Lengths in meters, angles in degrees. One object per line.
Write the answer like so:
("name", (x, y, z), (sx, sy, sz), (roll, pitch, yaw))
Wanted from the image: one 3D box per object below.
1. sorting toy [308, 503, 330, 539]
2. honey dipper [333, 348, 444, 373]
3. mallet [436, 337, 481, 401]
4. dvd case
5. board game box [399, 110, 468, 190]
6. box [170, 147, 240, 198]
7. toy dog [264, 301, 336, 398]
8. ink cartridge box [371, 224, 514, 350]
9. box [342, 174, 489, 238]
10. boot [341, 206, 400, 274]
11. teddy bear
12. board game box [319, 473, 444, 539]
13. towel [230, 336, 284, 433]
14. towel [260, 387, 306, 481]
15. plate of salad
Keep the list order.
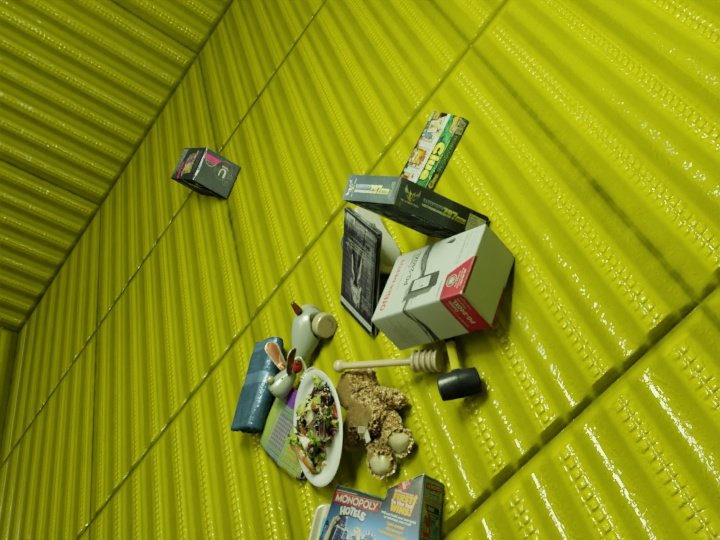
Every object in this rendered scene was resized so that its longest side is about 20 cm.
("sorting toy", (-0.033, 0.471, 1.234), (0.199, 0.036, 0.187), (-11, 59, 52))
("honey dipper", (0.040, 0.153, 1.284), (0.198, 0.038, 0.038), (-7, 60, 28))
("mallet", (0.152, 0.118, 1.218), (0.065, 0.041, 0.201), (-9, 40, 12))
("dvd case", (0.000, 0.000, 1.445), (0.149, 0.016, 0.202), (-138, 46, -57))
("board game box", (0.127, -0.208, 1.494), (0.105, 0.023, 0.201), (30, 94, 56))
("box", (-0.457, -0.289, 2.294), (0.199, 0.122, 0.107), (14, 79, 57))
("toy dog", (-0.132, 0.143, 1.531), (0.131, 0.096, 0.202), (-15, 48, 46))
("ink cartridge box", (0.127, 0.030, 1.230), (0.199, 0.083, 0.146), (-20, 35, 45))
("box", (0.092, -0.104, 1.304), (0.157, 0.199, 0.052), (12, 82, 58))
("boot", (0.016, -0.035, 1.501), (0.091, 0.072, 0.201), (-62, 27, 28))
("teddy bear", (0.025, 0.249, 1.292), (0.200, 0.066, 0.146), (32, 105, 52))
("board game box", (0.038, 0.390, 1.135), (0.199, 0.062, 0.202), (4, 67, 41))
("towel", (-0.209, 0.241, 1.628), (0.111, 0.048, 0.202), (-24, 47, 58))
("towel", (-0.128, 0.307, 1.500), (0.199, 0.023, 0.145), (15, 81, 58))
("plate of salad", (-0.085, 0.274, 1.359), (0.200, 0.048, 0.203), (-11, 77, 62))
